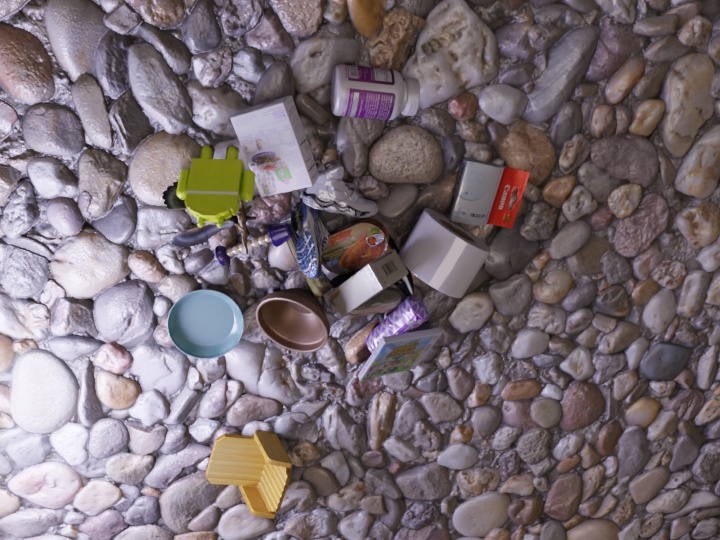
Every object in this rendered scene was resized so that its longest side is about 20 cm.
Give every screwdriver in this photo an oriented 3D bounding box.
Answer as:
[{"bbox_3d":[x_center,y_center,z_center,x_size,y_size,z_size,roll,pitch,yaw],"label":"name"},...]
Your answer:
[{"bbox_3d":[0.000,0.000,1.622,0.197,0.028,0.030,-24,103,25],"label":"screwdriver"}]

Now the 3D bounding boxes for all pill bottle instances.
[{"bbox_3d":[0.034,-0.408,1.439,0.195,0.113,0.115,2,113,-12],"label":"pill bottle"}]

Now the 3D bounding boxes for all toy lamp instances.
[{"bbox_3d":[-0.261,-0.066,1.535,0.196,0.059,0.059,-21,117,14],"label":"toy lamp"}]

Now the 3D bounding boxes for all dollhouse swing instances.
[{"bbox_3d":[-0.324,0.584,1.779,0.173,0.182,0.204,6,115,-35],"label":"dollhouse swing"}]

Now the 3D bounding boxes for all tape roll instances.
[{"bbox_3d":[0.212,-0.045,1.585,0.200,0.203,0.141,26,106,-20],"label":"tape roll"}]

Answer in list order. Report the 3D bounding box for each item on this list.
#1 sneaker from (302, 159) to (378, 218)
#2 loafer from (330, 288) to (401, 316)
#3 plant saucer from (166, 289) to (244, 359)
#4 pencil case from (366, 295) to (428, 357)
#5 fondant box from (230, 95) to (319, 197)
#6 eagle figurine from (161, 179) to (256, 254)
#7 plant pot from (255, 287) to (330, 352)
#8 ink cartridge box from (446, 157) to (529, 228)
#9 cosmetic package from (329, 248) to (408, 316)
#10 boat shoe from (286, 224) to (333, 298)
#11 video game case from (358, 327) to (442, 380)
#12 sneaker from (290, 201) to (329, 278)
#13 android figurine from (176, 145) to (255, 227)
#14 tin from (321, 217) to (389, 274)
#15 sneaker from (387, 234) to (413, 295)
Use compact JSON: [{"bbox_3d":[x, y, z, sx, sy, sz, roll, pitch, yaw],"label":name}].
[{"bbox_3d":[-0.038,-0.201,1.534,0.195,0.075,0.117,9,110,-17],"label":"sneaker"},{"bbox_3d":[0.014,0.097,1.682,0.195,0.073,0.064,-5,135,-12],"label":"loafer"},{"bbox_3d":[-0.404,0.135,1.631,0.195,0.036,0.205,-5,114,-10],"label":"plant saucer"},{"bbox_3d":[0.100,0.159,1.694,0.083,0.086,0.200,32,119,-23],"label":"pencil case"},{"bbox_3d":[-0.196,-0.285,1.447,0.141,0.059,0.204,-8,117,22],"label":"fondant box"},{"bbox_3d":[-0.360,-0.132,1.490,0.195,0.151,0.155,5,72,18],"label":"eagle figurine"},{"bbox_3d":[-0.164,0.112,1.616,0.196,0.094,0.204,12,136,11],"label":"plant pot"},{"bbox_3d":[0.339,-0.194,1.629,0.195,0.047,0.164,9,111,-13],"label":"ink cartridge box"},{"bbox_3d":[0.018,0.033,1.548,0.072,0.104,0.199,58,139,4],"label":"cosmetic package"},{"bbox_3d":[-0.133,-0.030,1.584,0.064,0.073,0.203,-27,102,-5],"label":"boat shoe"},{"bbox_3d":[0.108,0.229,1.706,0.196,0.022,0.184,-6,142,-33],"label":"video game case"},{"bbox_3d":[-0.108,-0.075,1.524,0.084,0.204,0.077,10,149,-36],"label":"sneaker"},{"bbox_3d":[-0.331,-0.192,1.424,0.177,0.205,0.041,0,158,1],"label":"android figurine"},{"bbox_3d":[-0.018,-0.062,1.582,0.197,0.042,0.113,-20,116,26],"label":"tin"},{"bbox_3d":[0.071,-0.009,1.653,0.088,0.070,0.202,-23,117,16],"label":"sneaker"}]
